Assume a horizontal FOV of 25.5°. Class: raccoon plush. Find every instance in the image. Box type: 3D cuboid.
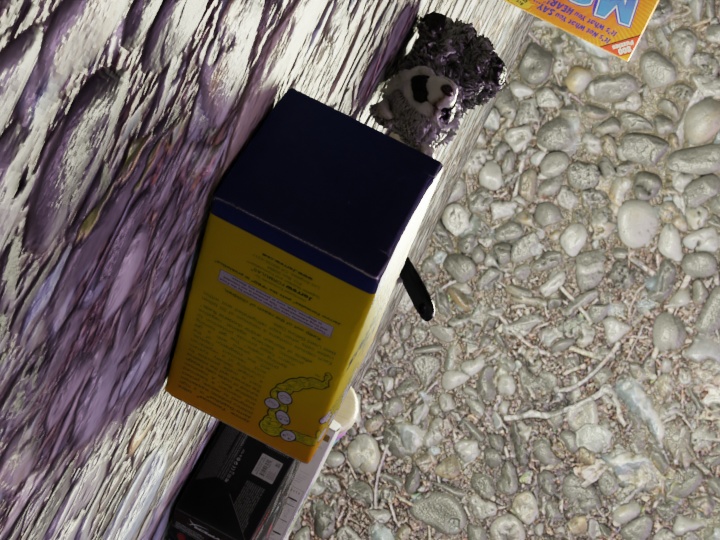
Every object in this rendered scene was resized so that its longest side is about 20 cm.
[{"bbox_3d":[0.058,-0.139,1.450,0.134,0.096,0.200,-54,172,-21],"label":"raccoon plush"}]

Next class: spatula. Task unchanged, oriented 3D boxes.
[{"bbox_3d":[0.036,-0.024,1.515,0.057,0.020,0.201,-59,-147,33],"label":"spatula"}]

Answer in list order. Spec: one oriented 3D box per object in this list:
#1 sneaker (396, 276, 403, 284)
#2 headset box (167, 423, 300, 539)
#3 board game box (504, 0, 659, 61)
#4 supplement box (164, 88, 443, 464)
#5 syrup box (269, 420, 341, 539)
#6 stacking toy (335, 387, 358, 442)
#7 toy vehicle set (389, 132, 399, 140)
[{"bbox_3d":[0.000,0.000,1.475,0.075,0.082,0.201,-43,161,-33],"label":"sneaker"},{"bbox_3d":[-0.116,0.219,1.457,0.149,0.074,0.201,-61,174,-35],"label":"headset box"},{"bbox_3d":[0.337,-0.447,2.192,0.201,0.198,0.200,-67,174,30],"label":"board game box"},{"bbox_3d":[-0.039,0.008,0.993,0.109,0.109,0.201,-60,174,-40],"label":"supplement box"},{"bbox_3d":[-0.099,0.243,1.740,0.079,0.081,0.202,-4,119,-87],"label":"syrup box"},{"bbox_3d":[-0.072,0.209,1.967,0.086,0.085,0.201,-60,180,-41],"label":"stacking toy"},{"bbox_3d":[0.027,-0.094,1.676,0.201,0.026,0.125,-62,175,-26],"label":"toy vehicle set"}]
